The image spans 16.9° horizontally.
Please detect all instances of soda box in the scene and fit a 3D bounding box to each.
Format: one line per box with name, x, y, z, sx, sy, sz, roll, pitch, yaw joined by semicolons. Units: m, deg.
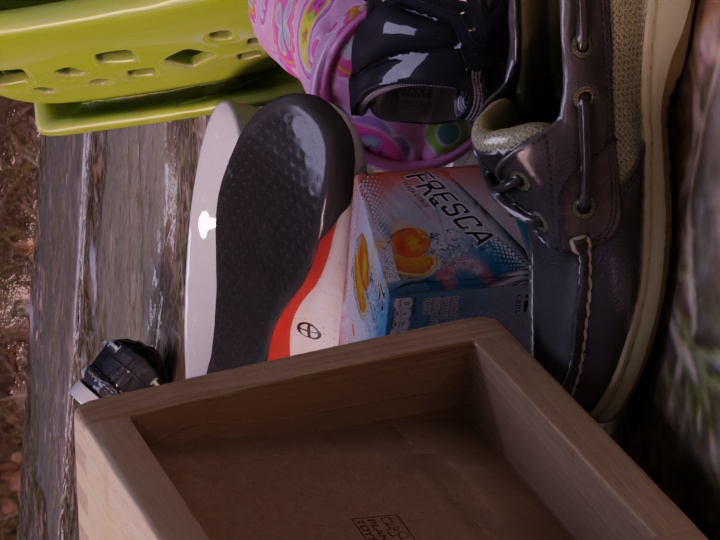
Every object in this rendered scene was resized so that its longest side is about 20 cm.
soda box;0.026;0.053;0.957;0.200;0.064;0.068;95;165;-45

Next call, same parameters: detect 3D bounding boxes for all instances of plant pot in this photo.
plant pot;-0.126;-0.189;1.368;0.181;0.199;0.200;56;-153;-65

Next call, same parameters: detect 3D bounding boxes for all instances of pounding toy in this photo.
pounding toy;-0.019;0.123;0.800;0.184;0.200;0.142;-132;36;-53

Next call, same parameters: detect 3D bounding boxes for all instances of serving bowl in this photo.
serving bowl;-0.050;0.008;1.335;0.200;0.066;0.200;-178;90;-76

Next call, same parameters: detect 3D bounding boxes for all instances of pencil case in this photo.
pencil case;0.001;-0.109;1.103;0.200;0.087;0.087;-121;35;-68

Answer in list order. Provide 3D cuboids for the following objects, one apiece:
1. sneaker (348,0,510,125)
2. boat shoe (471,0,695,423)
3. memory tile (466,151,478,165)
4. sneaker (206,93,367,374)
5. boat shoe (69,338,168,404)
sneaker;0.020;-0.118;0.957;0.200;0.075;0.114;-135;51;-70
boat shoe;0.068;-0.046;0.825;0.072;0.066;0.201;-137;50;-66
memory tile;0.071;-0.083;0.938;0.153;0.017;0.200;-126;40;-70
sneaker;-0.001;0.000;1.005;0.067;0.108;0.201;48;142;36
boat shoe;-0.177;0.086;1.891;0.060;0.076;0.200;-49;5;1
